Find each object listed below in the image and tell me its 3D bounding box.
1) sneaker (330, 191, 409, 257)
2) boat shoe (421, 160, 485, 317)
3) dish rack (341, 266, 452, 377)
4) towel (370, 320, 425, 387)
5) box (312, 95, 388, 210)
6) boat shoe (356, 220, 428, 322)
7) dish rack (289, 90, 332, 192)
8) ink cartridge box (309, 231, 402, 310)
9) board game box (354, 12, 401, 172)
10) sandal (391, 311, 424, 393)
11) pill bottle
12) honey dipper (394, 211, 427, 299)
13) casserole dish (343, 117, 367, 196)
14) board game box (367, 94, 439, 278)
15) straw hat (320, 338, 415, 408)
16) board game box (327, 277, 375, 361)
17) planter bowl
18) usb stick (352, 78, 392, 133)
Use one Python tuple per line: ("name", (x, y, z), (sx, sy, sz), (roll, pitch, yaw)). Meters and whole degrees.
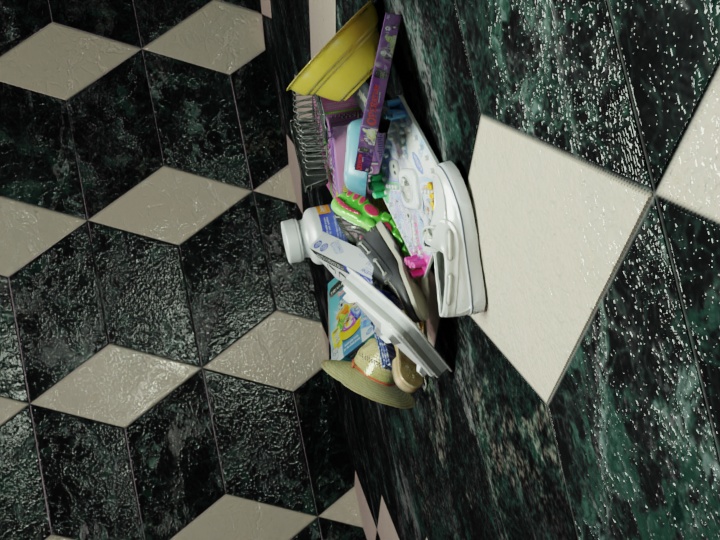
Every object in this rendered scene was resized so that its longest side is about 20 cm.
("sneaker", (0.026, -0.060, 1.456), (0.200, 0.077, 0.084), (48, 158, 31))
("boat shoe", (0.111, -0.038, 1.068), (0.074, 0.065, 0.200), (168, 91, -82))
("dish rack", (0.050, 0.090, 1.298), (0.172, 0.044, 0.200), (39, 174, 40))
("towel", (0.055, 0.109, 1.531), (0.145, 0.024, 0.200), (33, -146, -51))
("box", (-0.018, -0.224, 1.571), (0.200, 0.097, 0.176), (-117, 18, -59))
("boat shoe", (0.048, 0.011, 1.296), (0.073, 0.063, 0.200), (46, -163, -49))
("dish rack", (-0.089, -0.253, 1.501), (0.200, 0.054, 0.154), (98, 159, -64))
("ink cartridge box", (0.000, 0.000, 1.449), (0.200, 0.044, 0.094), (26, 161, 51))
("board game box", (0.025, -0.258, 1.217), (0.120, 0.032, 0.200), (112, 170, -65))
("sandal", (0.089, 0.109, 1.450), (0.070, 0.078, 0.212), (-49, 33, 35))
("pill bottle", (-0.047, -0.074, 1.603), (0.112, 0.200, 0.112), (169, 90, -81))
("honey dipper", (0.081, -0.040, 1.346), (0.038, 0.038, 0.200), (-140, 41, -77))
("casserole dish", (-0.004, -0.183, 1.352), (0.200, 0.039, 0.121), (-54, -31, -88))
("board game box", (0.068, -0.119, 1.235), (0.200, 0.026, 0.200), (104, 148, -53))
("straw hat", (0.032, 0.173, 1.547), (0.201, 0.201, 0.085), (-131, 62, -73))
("board game box", (-0.004, 0.078, 1.673), (0.151, 0.047, 0.200), (-42, 41, 40))
("planter bowl", (-0.021, -0.335, 1.351), (0.083, 0.200, 0.200), (44, 177, -10))
("usb stick", (0.019, -0.293, 1.449), (0.200, 0.033, 0.056), (-114, 26, -59))
